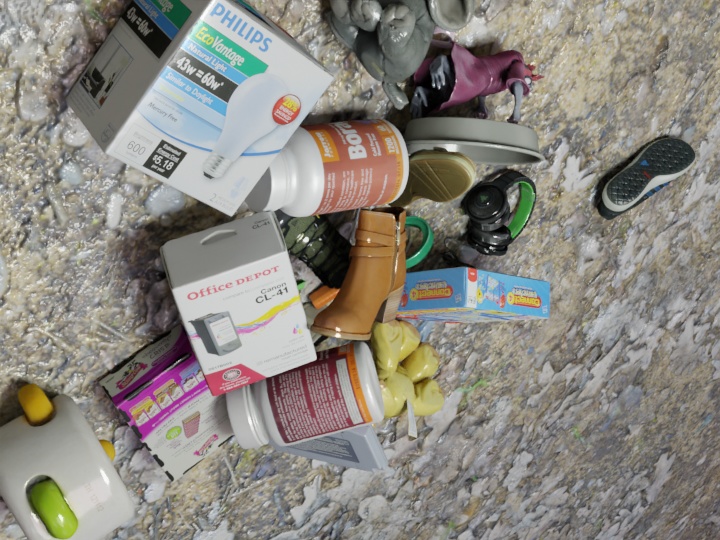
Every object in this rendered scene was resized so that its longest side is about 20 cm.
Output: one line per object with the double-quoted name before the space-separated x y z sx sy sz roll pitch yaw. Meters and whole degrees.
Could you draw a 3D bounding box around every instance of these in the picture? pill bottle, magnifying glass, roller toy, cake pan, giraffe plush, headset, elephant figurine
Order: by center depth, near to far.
"elephant figurine" 0.067 -0.330 1.283 0.200 0.141 0.155 -47 172 -22
"roller toy" -0.371 0.254 1.353 0.139 0.200 0.183 -30 151 -17
"pill bottle" -0.047 -0.127 1.357 0.199 0.112 0.113 -11 130 -34
"cake pan" 0.146 -0.171 1.441 0.199 0.200 0.037 6 89 -43
"pill bottle" -0.076 0.175 1.490 0.199 0.115 0.114 -15 138 5
"magnifying glass" 0.015 -0.009 1.550 0.199 0.080 0.022 -35 138 4
"headset" 0.202 -0.065 1.636 0.200 0.094 0.124 -35 140 -25
"giraffe plush" 0.017 0.186 1.652 0.162 0.201 0.173 -24 126 31

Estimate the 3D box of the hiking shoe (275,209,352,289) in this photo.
"hiking shoe" -0.046 -0.028 1.450 0.076 0.101 0.200 -50 140 6

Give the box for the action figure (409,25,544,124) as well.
"action figure" 0.156 -0.263 1.447 0.199 0.134 0.150 -18 106 -28

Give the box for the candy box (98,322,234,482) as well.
"candy box" -0.252 0.183 1.485 0.136 0.061 0.201 -36 139 -14

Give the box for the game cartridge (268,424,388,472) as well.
"game cartridge" -0.065 0.238 1.606 0.134 0.199 0.042 73 34 -45

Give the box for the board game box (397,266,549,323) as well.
"board game box" 0.141 0.040 1.598 0.195 0.199 0.056 8 80 -43

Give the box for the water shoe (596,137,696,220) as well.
"water shoe" 0.475 -0.157 1.828 0.199 0.072 0.079 -30 166 -20

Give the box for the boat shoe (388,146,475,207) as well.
"boat shoe" 0.089 -0.130 1.422 0.073 0.200 0.063 46 66 -15

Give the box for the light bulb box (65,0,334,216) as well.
"light bulb box" -0.172 -0.199 1.180 0.198 0.125 0.200 26 106 -48

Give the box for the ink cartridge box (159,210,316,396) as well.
"ink cartridge box" -0.147 0.043 1.331 0.147 0.086 0.201 -19 136 -6

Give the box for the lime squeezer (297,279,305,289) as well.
"lime squeezer" -0.158 0.043 1.465 0.199 0.038 0.071 7 118 -42

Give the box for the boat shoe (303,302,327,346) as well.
"boat shoe" -0.100 0.103 1.504 0.200 0.072 0.063 -27 147 -58

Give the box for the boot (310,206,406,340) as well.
"boot" 0.000 0.000 1.385 0.200 0.073 0.156 -26 126 -63
